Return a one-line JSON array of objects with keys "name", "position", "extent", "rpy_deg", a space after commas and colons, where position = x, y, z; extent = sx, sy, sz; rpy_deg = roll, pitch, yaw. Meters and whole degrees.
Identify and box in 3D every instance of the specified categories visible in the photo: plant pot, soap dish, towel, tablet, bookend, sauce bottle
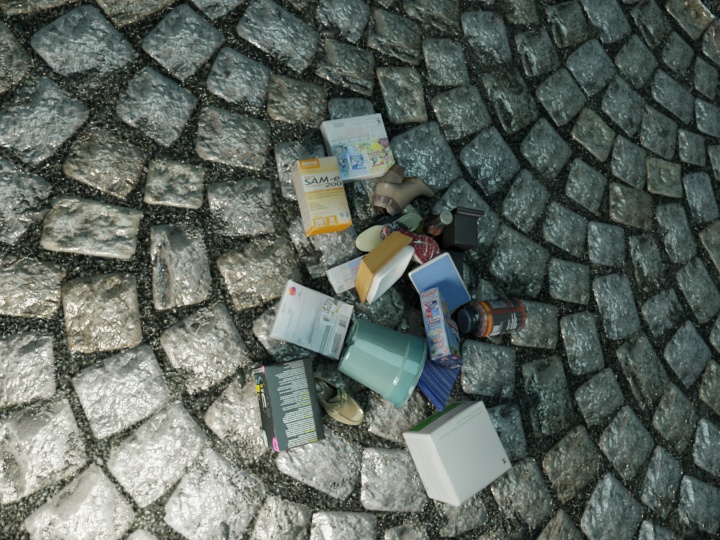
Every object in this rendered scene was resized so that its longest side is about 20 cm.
[{"name": "plant pot", "position": [0.050, 0.234, 1.531], "extent": [0.193, 0.200, 0.204], "rpy_deg": [24, 70, -6]}, {"name": "soap dish", "position": [0.060, -0.008, 1.556], "extent": [0.081, 0.201, 0.157], "rpy_deg": [44, 68, 12]}, {"name": "towel", "position": [0.219, 0.282, 1.625], "extent": [0.145, 0.024, 0.201], "rpy_deg": [48, 42, -10]}, {"name": "tablet", "position": [0.230, 0.047, 1.646], "extent": [0.128, 0.014, 0.201], "rpy_deg": [-28, 126, 7]}, {"name": "bookend", "position": [0.275, -0.056, 1.669], "extent": [0.090, 0.200, 0.204], "rpy_deg": [6, 75, -19]}, {"name": "sauce bottle", "position": [0.203, -0.126, 1.655], "extent": [0.064, 0.200, 0.068], "rpy_deg": [6, 74, -21]}]

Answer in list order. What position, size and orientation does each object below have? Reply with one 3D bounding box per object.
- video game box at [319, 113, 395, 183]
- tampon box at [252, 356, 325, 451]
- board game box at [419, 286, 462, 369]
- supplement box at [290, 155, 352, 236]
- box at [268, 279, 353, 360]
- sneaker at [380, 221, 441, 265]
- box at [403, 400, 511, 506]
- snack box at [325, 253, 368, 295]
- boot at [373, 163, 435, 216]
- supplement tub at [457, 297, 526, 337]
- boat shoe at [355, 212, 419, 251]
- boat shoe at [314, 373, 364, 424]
[{"name": "video game box", "position": [-0.004, -0.364, 1.709], "extent": [0.196, 0.047, 0.186], "rpy_deg": [-14, 82, -24]}, {"name": "tampon box", "position": [-0.182, 0.330, 1.428], "extent": [0.123, 0.150, 0.205], "rpy_deg": [-7, 81, -23]}, {"name": "board game box", "position": [0.231, 0.160, 1.605], "extent": [0.199, 0.061, 0.204], "rpy_deg": [32, 43, -60]}, {"name": "supplement box", "position": [-0.110, -0.211, 1.617], "extent": [0.123, 0.073, 0.205], "rpy_deg": [-11, 83, -24]}, {"name": "box", "position": [-0.131, 0.136, 1.551], "extent": [0.196, 0.041, 0.159], "rpy_deg": [22, 71, -17]}, {"name": "sneaker", "position": [0.146, -0.073, 1.627], "extent": [0.198, 0.074, 0.082], "rpy_deg": [34, 72, -17]}, {"name": "box", "position": [0.259, 0.490, 1.558], "extent": [0.196, 0.171, 0.204], "rpy_deg": [-23, 88, -24]}, {"name": "snack box", "position": [0.000, 0.000, 1.642], "extent": [0.197, 0.024, 0.073], "rpy_deg": [-22, 88, -24]}, {"name": "boot", "position": [0.127, -0.219, 1.722], "extent": [0.198, 0.070, 0.149], "rpy_deg": [28, 81, -28]}, {"name": "supplement tub", "position": [0.392, 0.142, 1.724], "extent": [0.195, 0.107, 0.110], "rpy_deg": [-4, 80, -22]}, {"name": "boat shoe", "position": [0.073, -0.119, 1.673], "extent": [0.196, 0.066, 0.076], "rpy_deg": [-29, 112, -2]}, {"name": "boat shoe", "position": [-0.067, 0.343, 1.518], "extent": [0.199, 0.065, 0.073], "rpy_deg": [40, 67, -9]}]
